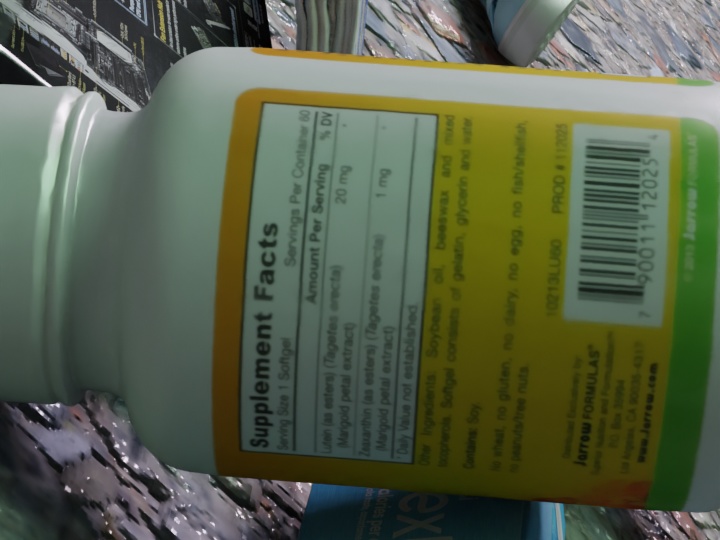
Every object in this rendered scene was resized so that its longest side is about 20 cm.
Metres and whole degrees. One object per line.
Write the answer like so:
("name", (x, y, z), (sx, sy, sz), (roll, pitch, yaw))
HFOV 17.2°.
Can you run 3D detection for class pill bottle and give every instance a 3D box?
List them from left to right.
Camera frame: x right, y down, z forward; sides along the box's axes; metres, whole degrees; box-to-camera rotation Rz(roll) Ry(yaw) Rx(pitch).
("pill bottle", (0.000, 0.000, 0.616), (0.199, 0.111, 0.111), (4, 25, 3))

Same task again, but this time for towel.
("towel", (-0.009, -0.101, 0.891), (0.024, 0.147, 0.200), (7, 27, 0))

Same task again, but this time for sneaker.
("sneaker", (0.075, -0.168, 1.278), (0.082, 0.074, 0.200), (30, 19, -8))

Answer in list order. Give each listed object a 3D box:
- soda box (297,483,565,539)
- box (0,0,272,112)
("soda box", (0.020, 0.090, 0.649), (0.200, 0.064, 0.068), (-72, 156, -66))
("box", (-0.094, -0.077, 0.766), (0.158, 0.050, 0.200), (37, 23, -28))
